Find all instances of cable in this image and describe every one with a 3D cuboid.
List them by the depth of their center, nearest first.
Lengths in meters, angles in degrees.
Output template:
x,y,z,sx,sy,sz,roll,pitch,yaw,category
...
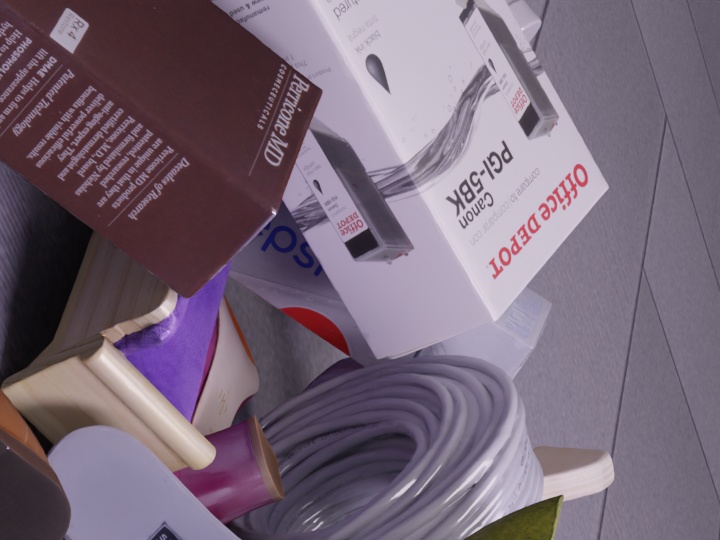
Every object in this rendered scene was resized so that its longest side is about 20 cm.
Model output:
x,y,z,sx,sy,sz,roll,pitch,yaw,category
-0.004,0.121,1.035,0.069,0.199,0.200,62,25,-21,cable

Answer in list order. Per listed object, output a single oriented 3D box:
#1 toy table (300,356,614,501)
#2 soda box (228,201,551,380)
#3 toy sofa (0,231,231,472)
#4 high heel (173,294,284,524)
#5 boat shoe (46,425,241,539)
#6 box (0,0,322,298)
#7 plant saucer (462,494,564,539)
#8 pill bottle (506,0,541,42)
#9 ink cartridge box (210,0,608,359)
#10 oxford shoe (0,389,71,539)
x,y,z,sx,sy,sz,roll,pitch,yaw,category
0.042,0.128,1.219,0.117,0.183,0.201,-35,131,-51,toy table
0.000,0.000,1.132,0.200,0.068,0.063,34,26,-1,soda box
-0.088,0.002,1.003,0.083,0.097,0.200,50,31,-30,toy sofa
-0.099,0.071,1.059,0.200,0.096,0.067,-110,177,-52,high heel
-0.066,0.153,0.924,0.200,0.073,0.065,51,-21,12,boat shoe
-0.120,-0.091,0.895,0.200,0.075,0.100,38,36,-17,box
0.032,0.221,0.906,0.200,0.048,0.200,95,11,-55,plant saucer
0.012,-0.192,1.210,0.200,0.111,0.111,47,20,6,pill bottle
0.021,-0.080,1.036,0.200,0.083,0.147,59,41,-14,ink cartridge box
-0.187,0.038,0.813,0.200,0.071,0.071,60,0,-42,oxford shoe
